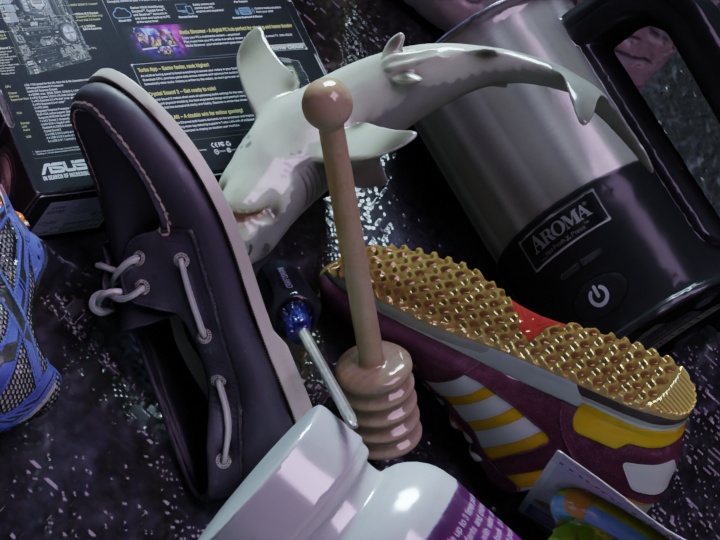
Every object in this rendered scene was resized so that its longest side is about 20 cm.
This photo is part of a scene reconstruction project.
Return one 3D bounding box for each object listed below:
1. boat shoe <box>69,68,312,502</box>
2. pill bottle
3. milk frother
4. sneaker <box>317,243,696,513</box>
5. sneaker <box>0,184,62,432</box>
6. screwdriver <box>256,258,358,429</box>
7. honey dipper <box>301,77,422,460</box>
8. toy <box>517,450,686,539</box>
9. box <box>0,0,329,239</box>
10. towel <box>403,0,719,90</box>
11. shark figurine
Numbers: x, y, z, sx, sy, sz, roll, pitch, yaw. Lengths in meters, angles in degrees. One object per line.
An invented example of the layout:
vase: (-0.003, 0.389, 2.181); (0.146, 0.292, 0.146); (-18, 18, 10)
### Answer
boat shoe: (-0.086, 0.009, 0.882); (0.062, 0.073, 0.201); (-30, 99, -27)
pill bottle: (0.029, 0.152, 0.829); (0.200, 0.112, 0.112); (43, 44, -3)
milk frother: (0.146, -0.050, 1.089); (0.189, 0.180, 0.200); (61, 6, 15)
sneaker: (0.061, 0.060, 0.978); (0.199, 0.091, 0.075); (25, 29, 18)
sneaker: (-0.179, -0.015, 0.866); (0.078, 0.075, 0.202); (9, 62, -42)
screwdriver: (-0.026, 0.032, 0.888); (0.029, 0.028, 0.200); (22, 12, -13)
honey dipper: (0.000, 0.000, 0.900); (0.038, 0.201, 0.038); (-5, 36, 4)
toy: (0.118, 0.141, 0.888); (0.115, 0.200, 0.047); (33, 82, 7)
box: (-0.112, -0.103, 0.986); (0.199, 0.044, 0.161); (-11, 66, -40)
towel: (0.107, -0.190, 1.103); (0.200, 0.191, 0.032); (40, 36, -4)
shark figurine: (0.023, -0.067, 0.964); (0.213, 0.090, 0.129); (-18, 53, 1)
